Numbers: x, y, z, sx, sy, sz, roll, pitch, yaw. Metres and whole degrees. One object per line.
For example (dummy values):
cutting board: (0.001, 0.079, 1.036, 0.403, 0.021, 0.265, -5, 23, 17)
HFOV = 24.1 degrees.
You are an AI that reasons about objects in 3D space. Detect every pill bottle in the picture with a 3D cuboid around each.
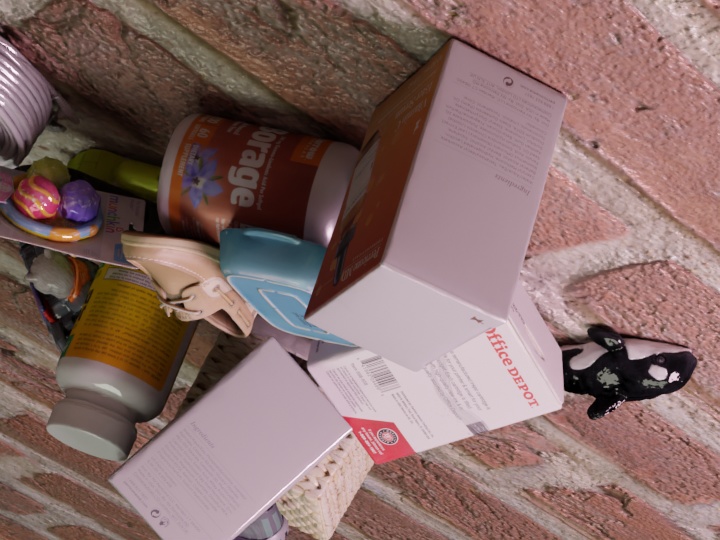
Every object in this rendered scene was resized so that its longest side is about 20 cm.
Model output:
pill bottle: (-0.063, -0.063, 1.441, 0.200, 0.112, 0.112, 12, 155, 12)
pill bottle: (-0.229, 0.078, 1.642, 0.113, 0.200, 0.113, 17, 159, 7)

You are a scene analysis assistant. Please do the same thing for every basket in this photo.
basket: (-0.081, 0.169, 1.830, 0.198, 0.161, 0.200, 25, 160, 11)

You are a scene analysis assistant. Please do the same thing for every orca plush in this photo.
orca plush: (0.225, 0.106, 1.645, 0.200, 0.071, 0.105, 9, 154, 20)

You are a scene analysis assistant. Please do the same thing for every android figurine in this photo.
android figurine: (-0.210, -0.059, 1.638, 0.200, 0.041, 0.182, 18, 156, -5)

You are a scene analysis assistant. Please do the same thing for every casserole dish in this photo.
casserole dish: (-0.051, 0.019, 1.431, 0.121, 0.039, 0.200, 11, 163, 21)

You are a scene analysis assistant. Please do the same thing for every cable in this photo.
cable: (-0.375, -0.163, 1.496, 0.200, 0.069, 0.200, 6, 153, 26)

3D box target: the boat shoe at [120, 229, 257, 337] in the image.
boat shoe: (-0.142, 0.013, 1.470, 0.071, 0.065, 0.200, 10, 171, 32)

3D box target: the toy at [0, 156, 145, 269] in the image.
toy: (-0.283, -0.068, 1.461, 0.200, 0.115, 0.047, 11, 123, -11)

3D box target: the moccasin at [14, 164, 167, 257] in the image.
moccasin: (-0.241, -0.044, 1.563, 0.201, 0.074, 0.078, 12, 148, -13)

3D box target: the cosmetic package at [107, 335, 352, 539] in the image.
cosmetic package: (-0.124, 0.173, 1.619, 0.123, 0.200, 0.199, 47, 174, -1)

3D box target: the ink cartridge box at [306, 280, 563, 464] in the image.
ink cartridge box: (0.073, 0.083, 1.578, 0.200, 0.084, 0.144, -18, 125, 22)

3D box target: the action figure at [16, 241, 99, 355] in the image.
action figure: (-0.282, 0.009, 1.758, 0.105, 0.200, 0.193, -38, 153, 15)

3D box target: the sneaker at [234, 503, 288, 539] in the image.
sneaker: (-0.168, 0.228, 1.784, 0.200, 0.074, 0.088, 15, 137, 22)

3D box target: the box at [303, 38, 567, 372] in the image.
box: (0.057, -0.047, 1.289, 0.106, 0.200, 0.152, 26, 154, -16)
